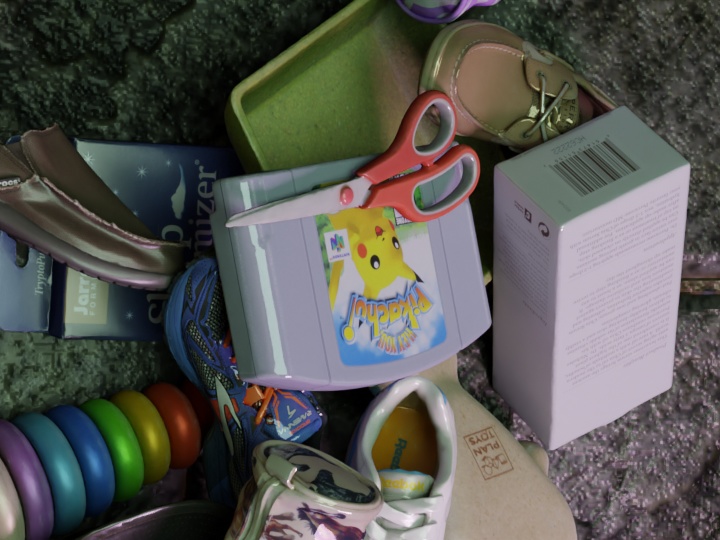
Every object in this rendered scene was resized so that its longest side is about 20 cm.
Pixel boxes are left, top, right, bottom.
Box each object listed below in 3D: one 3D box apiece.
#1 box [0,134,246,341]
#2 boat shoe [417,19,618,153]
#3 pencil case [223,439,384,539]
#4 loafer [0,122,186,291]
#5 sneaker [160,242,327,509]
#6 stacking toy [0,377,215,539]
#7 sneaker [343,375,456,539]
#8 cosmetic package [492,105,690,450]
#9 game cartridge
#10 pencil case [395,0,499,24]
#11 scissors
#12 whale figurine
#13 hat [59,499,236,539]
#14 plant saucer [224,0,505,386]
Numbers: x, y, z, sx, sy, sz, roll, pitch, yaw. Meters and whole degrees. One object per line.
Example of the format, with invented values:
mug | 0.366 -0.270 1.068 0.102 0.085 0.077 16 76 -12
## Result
box | -0.118 -0.017 1.508 0.200 0.032 0.121 2 94 -25
boat shoe | 0.107 -0.107 1.541 0.200 0.064 0.071 11 98 -56
pencil case | -0.061 0.187 1.413 0.089 0.078 0.200 -4 126 -56
loafer | -0.182 -0.049 1.426 0.200 0.073 0.071 26 88 -10
sneaker | -0.055 0.070 1.451 0.075 0.078 0.200 -33 124 -29
stacking toy | -0.147 0.102 1.484 0.200 0.085 0.085 -22 104 -28
sneaker | 0.014 0.157 1.453 0.076 0.081 0.200 8 62 -6
cosmetic package | 0.142 0.006 1.561 0.101 0.071 0.200 -25 138 -22
game cartridge | 0.000 0.000 1.450 0.200 0.040 0.133 -13 96 -47
pencil case | 0.103 -0.215 1.543 0.200 0.085 0.084 -29 112 -35
scissors | 0.001 -0.039 1.420 0.200 0.014 0.073 -35 120 -40
whale figurine | 0.052 0.141 1.580 0.159 0.104 0.200 -18 81 -45
hat | -0.147 0.199 1.480 0.200 0.081 0.201 -14 125 -21
plant saucer | 0.004 -0.058 1.524 0.200 0.048 0.200 -41 112 -43
